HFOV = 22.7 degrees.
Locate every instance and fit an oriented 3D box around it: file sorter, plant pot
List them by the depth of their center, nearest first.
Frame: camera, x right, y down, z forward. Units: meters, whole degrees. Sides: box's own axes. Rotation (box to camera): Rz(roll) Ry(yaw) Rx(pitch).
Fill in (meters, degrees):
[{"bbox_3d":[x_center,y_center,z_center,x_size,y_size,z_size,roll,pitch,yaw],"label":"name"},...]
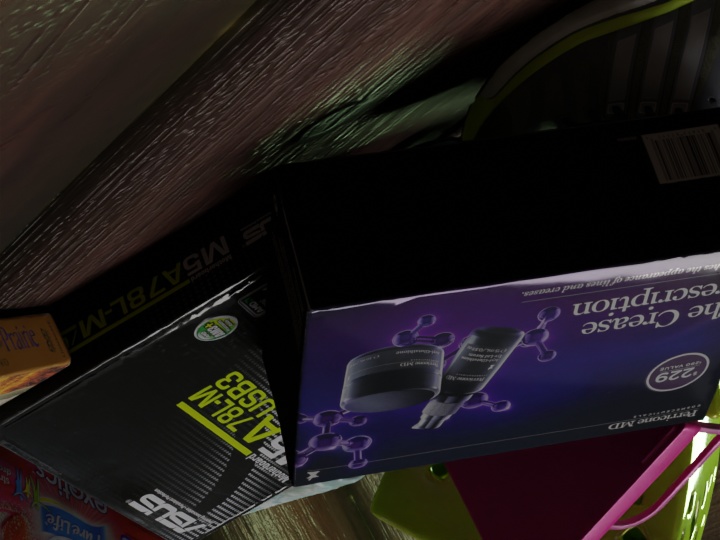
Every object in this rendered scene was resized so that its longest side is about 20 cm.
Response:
[{"bbox_3d":[0.125,0.059,0.963,0.125,0.201,0.139,11,128,-38],"label":"file sorter"},{"bbox_3d":[0.146,0.105,1.189,0.183,0.199,0.199,-70,164,11],"label":"plant pot"}]

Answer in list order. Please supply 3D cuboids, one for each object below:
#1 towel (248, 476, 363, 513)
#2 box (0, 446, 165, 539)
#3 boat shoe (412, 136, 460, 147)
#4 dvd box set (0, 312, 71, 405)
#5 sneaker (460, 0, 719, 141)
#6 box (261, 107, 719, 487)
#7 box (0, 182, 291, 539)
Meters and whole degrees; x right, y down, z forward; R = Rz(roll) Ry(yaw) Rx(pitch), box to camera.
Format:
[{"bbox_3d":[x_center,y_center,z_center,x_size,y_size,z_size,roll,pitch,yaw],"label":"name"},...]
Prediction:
[{"bbox_3d":[-0.035,0.113,1.227,0.170,0.048,0.200,-25,-175,35],"label":"towel"},{"bbox_3d":[-0.175,0.160,0.937,0.095,0.100,0.200,-31,137,19],"label":"box"},{"bbox_3d":[0.000,0.000,0.966,0.199,0.085,0.069,-29,179,30],"label":"boat shoe"},{"bbox_3d":[-0.213,0.066,0.719,0.146,0.030,0.200,-30,176,10],"label":"dvd box set"},{"bbox_3d":[0.130,-0.087,0.797,0.199,0.081,0.074,-32,174,29],"label":"sneaker"},{"bbox_3d":[0.062,0.014,0.779,0.198,0.079,0.142,-8,147,-10],"label":"box"},{"bbox_3d":[-0.061,0.051,0.885,0.192,0.048,0.200,-32,148,8],"label":"box"}]
